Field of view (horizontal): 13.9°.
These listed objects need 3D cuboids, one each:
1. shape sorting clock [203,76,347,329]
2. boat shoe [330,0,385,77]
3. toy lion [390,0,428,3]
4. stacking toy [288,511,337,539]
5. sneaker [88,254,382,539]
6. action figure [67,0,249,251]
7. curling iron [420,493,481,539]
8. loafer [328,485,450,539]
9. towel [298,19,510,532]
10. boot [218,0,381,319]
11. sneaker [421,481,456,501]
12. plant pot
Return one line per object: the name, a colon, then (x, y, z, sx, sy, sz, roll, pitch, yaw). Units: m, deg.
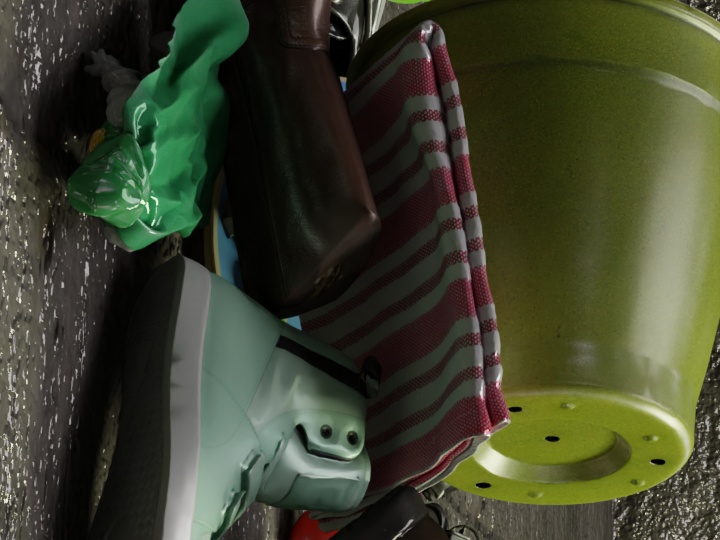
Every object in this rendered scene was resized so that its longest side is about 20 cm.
shape sorting clock: (0.000, 0.000, 1.471, 0.200, 0.039, 0.200, 18, 63, -40)
boat shoe: (-0.022, -0.136, 1.536, 0.064, 0.071, 0.200, -11, 102, -80)
toy lion: (0.056, -0.214, 1.637, 0.192, 0.200, 0.069, 44, 43, -50)
stacking toy: (-0.001, 0.091, 1.663, 0.085, 0.085, 0.200, 75, 25, -55)
sneaker: (-0.046, 0.095, 1.252, 0.074, 0.118, 0.201, -41, -148, 44)
action figure: (-0.087, -0.054, 1.227, 0.200, 0.055, 0.118, -65, 155, -75)
curling iron: (0.026, 0.085, 1.523, 0.026, 0.050, 0.200, 17, 45, -35)
loafer: (0.019, 0.148, 1.296, 0.071, 0.073, 0.200, 53, -2, 11)
towel: (0.008, 0.004, 1.329, 0.146, 0.030, 0.200, -38, -125, 53)
boot: (-0.014, -0.093, 1.305, 0.186, 0.064, 0.200, -48, -136, 51)
sneaker: (0.056, 0.067, 1.784, 0.070, 0.090, 0.200, 61, 5, -18)
plant pot: (0.088, -0.001, 1.383, 0.200, 0.200, 0.193, 71, 19, -60)
